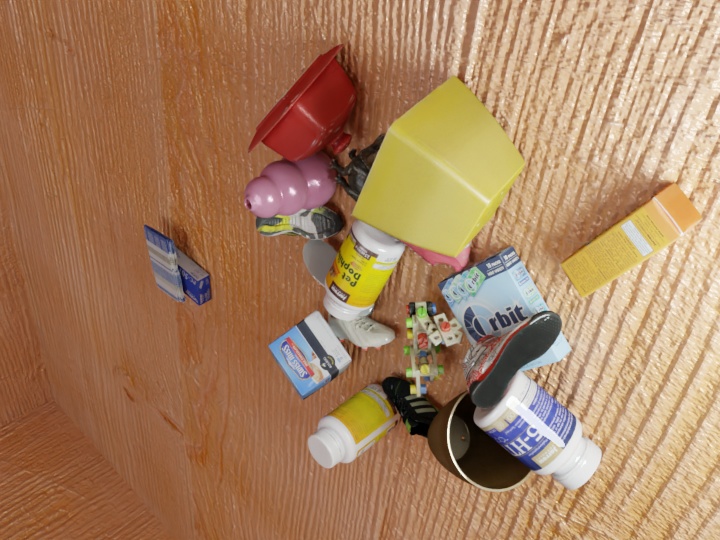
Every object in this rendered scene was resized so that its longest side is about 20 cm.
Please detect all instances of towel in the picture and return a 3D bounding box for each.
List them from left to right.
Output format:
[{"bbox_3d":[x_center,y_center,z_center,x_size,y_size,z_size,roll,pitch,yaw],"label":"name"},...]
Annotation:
[{"bbox_3d":[-0.540,-0.018,2.110,0.146,0.024,0.201,25,131,43],"label":"towel"}]

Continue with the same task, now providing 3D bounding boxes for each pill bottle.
[{"bbox_3d":[-0.015,0.338,1.648,0.109,0.199,0.110,28,132,35],"label":"pill bottle"},{"bbox_3d":[0.000,0.000,1.465,0.109,0.109,0.201,43,127,21],"label":"pill bottle"},{"bbox_3d":[0.302,0.272,1.293,0.200,0.120,0.120,39,142,-2],"label":"pill bottle"}]

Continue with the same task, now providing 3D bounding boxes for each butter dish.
[{"bbox_3d":[-0.079,-0.272,1.377,0.148,0.200,0.200,40,146,-13],"label":"butter dish"}]

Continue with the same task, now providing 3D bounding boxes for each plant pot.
[{"bbox_3d":[0.134,-0.145,1.191,0.176,0.200,0.200,37,139,10],"label":"plant pot"},{"bbox_3d":[0.207,0.310,1.428,0.187,0.186,0.200,59,159,1],"label":"plant pot"}]

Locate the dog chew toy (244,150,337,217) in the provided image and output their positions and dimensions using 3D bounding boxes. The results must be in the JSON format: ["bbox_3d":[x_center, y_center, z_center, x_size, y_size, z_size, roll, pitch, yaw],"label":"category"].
[{"bbox_3d":[-0.139,-0.163,1.475,0.124,0.199,0.125,27,132,35],"label":"dog chew toy"}]

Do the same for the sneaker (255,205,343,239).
[{"bbox_3d":[-0.120,-0.107,1.603,0.199,0.085,0.075,5,98,24],"label":"sneaker"}]

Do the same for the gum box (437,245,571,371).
[{"bbox_3d":[0.244,0.078,1.317,0.170,0.044,0.201,-30,90,53],"label":"gum box"}]

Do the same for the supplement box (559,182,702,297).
[{"bbox_3d":[0.373,-0.038,1.073,0.069,0.066,0.200,53,142,9],"label":"supplement box"}]

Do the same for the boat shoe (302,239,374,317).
[{"bbox_3d":[-0.047,0.020,1.592,0.200,0.071,0.064,50,179,9],"label":"boat shoe"}]

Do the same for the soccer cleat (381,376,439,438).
[{"bbox_3d":[0.110,0.291,1.583,0.200,0.081,0.068,35,136,30],"label":"soccer cleat"}]

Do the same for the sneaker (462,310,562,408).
[{"bbox_3d":[0.240,0.122,1.255,0.067,0.108,0.202,30,110,-18],"label":"sneaker"}]

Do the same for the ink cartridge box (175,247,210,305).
[{"bbox_3d":[-0.495,0.005,2.130,0.200,0.044,0.094,35,138,30],"label":"ink cartridge box"}]

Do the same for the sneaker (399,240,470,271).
[{"bbox_3d":[0.111,-0.049,1.364,0.199,0.074,0.087,21,130,40],"label":"sneaker"}]

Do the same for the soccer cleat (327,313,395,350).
[{"bbox_3d":[-0.006,0.118,1.619,0.199,0.069,0.078,7,116,50],"label":"soccer cleat"}]

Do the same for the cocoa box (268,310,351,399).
[{"bbox_3d":[-0.111,0.191,1.673,0.134,0.131,0.200,55,170,8],"label":"cocoa box"}]

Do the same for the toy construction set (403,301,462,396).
[{"bbox_3d":[0.123,0.135,1.430,0.201,0.091,0.132,108,165,-53],"label":"toy construction set"}]

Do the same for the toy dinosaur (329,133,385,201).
[{"bbox_3d":[0.001,-0.160,1.418,0.102,0.077,0.201,37,135,38],"label":"toy dinosaur"}]
